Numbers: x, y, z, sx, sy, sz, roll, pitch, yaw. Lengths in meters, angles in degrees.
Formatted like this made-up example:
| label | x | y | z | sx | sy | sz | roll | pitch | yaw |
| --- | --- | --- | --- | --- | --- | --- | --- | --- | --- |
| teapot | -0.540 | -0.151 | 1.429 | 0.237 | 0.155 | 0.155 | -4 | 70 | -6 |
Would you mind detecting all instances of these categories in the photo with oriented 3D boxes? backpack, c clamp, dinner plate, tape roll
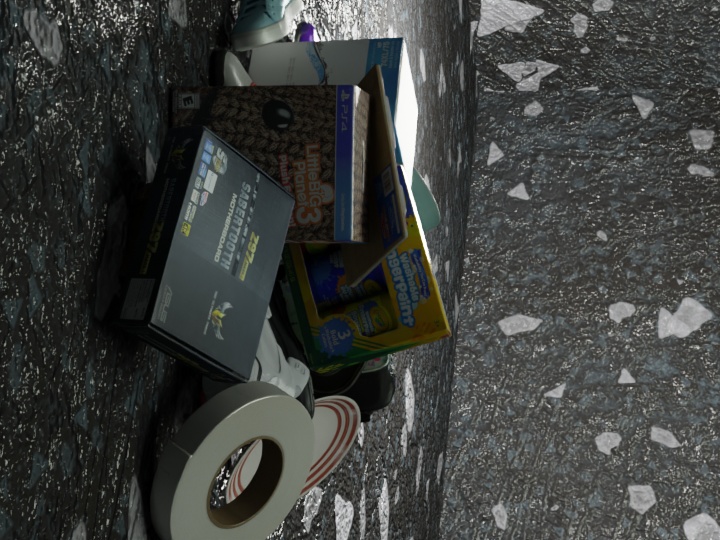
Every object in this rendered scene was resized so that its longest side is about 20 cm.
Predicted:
| label | x | y | z | sx | sy | sz | roll | pitch | yaw |
| --- | --- | --- | --- | --- | --- | --- | --- | --- | --- |
| backpack | -0.048 | 0.082 | 1.727 | 0.201 | 0.176 | 0.152 | -95 | 175 | -54 |
| c clamp | -0.048 | 0.058 | 1.620 | 0.172 | 0.199 | 0.027 | -63 | 176 | 1 |
| dinner plate | -0.085 | 0.223 | 1.642 | 0.024 | 0.199 | 0.201 | 48 | -14 | 32 |
| tape roll | -0.130 | 0.212 | 1.396 | 0.202 | 0.037 | 0.204 | -29 | 134 | -36 |

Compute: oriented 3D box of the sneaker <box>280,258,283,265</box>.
| label | x | y | z | sx | sy | sz | roll | pitch | yaw |
| --- | --- | --- | --- | --- | --- | --- | --- | --- | --- |
| sneaker | -0.129 | -0.037 | 1.623 | 0.200 | 0.072 | 0.071 | 43 | 23 | -74 |

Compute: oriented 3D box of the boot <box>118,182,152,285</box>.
| label | x | y | z | sx | sy | sz | roll | pitch | yaw |
| --- | --- | --- | --- | --- | --- | --- | --- | --- | --- |
| boot | -0.184 | 0.010 | 1.328 | 0.200 | 0.074 | 0.098 | 59 | 41 | -51 |

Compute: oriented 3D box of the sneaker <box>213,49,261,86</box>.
| label | x | y | z | sx | sy | sz | roll | pitch | yaw |
| --- | --- | --- | --- | --- | --- | --- | --- | --- | --- |
| sneaker | -0.098 | -0.171 | 1.571 | 0.067 | 0.107 | 0.203 | -71 | 149 | -61 |

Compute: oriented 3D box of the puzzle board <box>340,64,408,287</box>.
| label | x | y | z | sx | sy | sz | roll | pitch | yaw |
| --- | --- | --- | --- | --- | --- | --- | --- | --- | --- |
| puzzle board | 0.007 | -0.101 | 1.474 | 0.151 | 0.017 | 0.202 | 138 | -53 | -57 |

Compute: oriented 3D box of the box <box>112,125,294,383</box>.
| label | x | y | z | sx | sy | sz | roll | pitch | yaw |
| --- | --- | --- | --- | --- | --- | --- | --- | --- | --- |
| box | -0.143 | -0.013 | 1.268 | 0.158 | 0.051 | 0.202 | 39 | 59 | -51 |

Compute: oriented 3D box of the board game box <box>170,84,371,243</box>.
| label | x | y | z | sx | sy | sz | roll | pitch | yaw |
| --- | --- | --- | --- | --- | --- | --- | --- | --- | --- |
| board game box | -0.093 | -0.110 | 1.418 | 0.097 | 0.198 | 0.161 | 0 | 90 | -79 |

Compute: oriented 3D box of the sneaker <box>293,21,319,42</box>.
| label | x | y | z | sx | sy | sz | roll | pitch | yaw |
| --- | --- | --- | --- | --- | --- | --- | --- | --- | --- |
| sneaker | -0.042 | -0.272 | 1.919 | 0.201 | 0.098 | 0.070 | 80 | 13 | -46 |

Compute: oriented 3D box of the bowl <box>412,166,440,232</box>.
| label | x | y | z | sx | sy | sz | roll | pitch | yaw |
| --- | --- | --- | --- | --- | --- | --- | --- | --- | --- |
| bowl | 0.008 | -0.106 | 1.899 | 0.105 | 0.201 | 0.201 | -42 | 151 | -15 |

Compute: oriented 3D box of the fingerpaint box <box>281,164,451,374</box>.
| label | x | y | z | sx | sy | sz | roll | pitch | yaw |
| --- | --- | --- | --- | --- | --- | --- | --- | --- | --- |
| fingerpaint box | 0.000 | 0.000 | 1.560 | 0.073 | 0.165 | 0.202 | 46 | 28 | -78 |

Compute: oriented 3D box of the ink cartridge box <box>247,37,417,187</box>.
| label | x | y | z | sx | sy | sz | roll | pitch | yaw |
| --- | --- | --- | --- | --- | --- | --- | --- | --- | --- |
| ink cartridge box | -0.038 | -0.190 | 1.695 | 0.147 | 0.198 | 0.147 | 75 | 18 | -55 |

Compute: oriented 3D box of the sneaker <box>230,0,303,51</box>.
| label | x | y | z | sx | sy | sz | roll | pitch | yaw |
| --- | --- | --- | --- | --- | --- | --- | --- | --- | --- |
| sneaker | -0.124 | -0.326 | 1.617 | 0.200 | 0.073 | 0.083 | -77 | 149 | -62 |

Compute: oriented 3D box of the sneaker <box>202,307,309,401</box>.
| label | x | y | z | sx | sy | sz | roll | pitch | yaw |
| --- | --- | --- | --- | --- | --- | --- | --- | --- | --- |
| sneaker | -0.120 | 0.081 | 1.482 | 0.115 | 0.075 | 0.201 | 36 | 38 | -44 |

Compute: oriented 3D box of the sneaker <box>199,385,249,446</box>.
| label | x | y | z | sx | sy | sz | roll | pitch | yaw |
| --- | --- | --- | --- | --- | --- | --- | --- | --- | --- |
| sneaker | -0.137 | 0.137 | 1.543 | 0.200 | 0.073 | 0.088 | -54 | 138 | -74 |

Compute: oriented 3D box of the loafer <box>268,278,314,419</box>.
| label | x | y | z | sx | sy | sz | roll | pitch | yaw |
| --- | --- | --- | --- | --- | --- | --- | --- | --- | --- |
| loafer | -0.107 | 0.087 | 1.553 | 0.068 | 0.070 | 0.202 | 116 | -45 | -67 |
